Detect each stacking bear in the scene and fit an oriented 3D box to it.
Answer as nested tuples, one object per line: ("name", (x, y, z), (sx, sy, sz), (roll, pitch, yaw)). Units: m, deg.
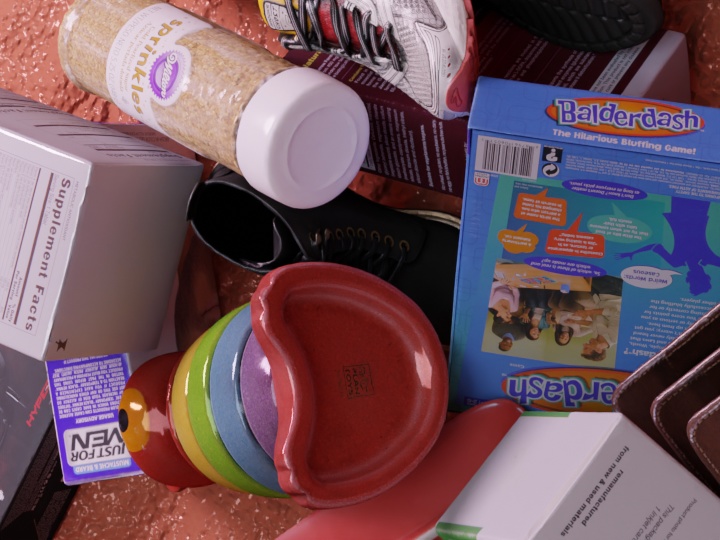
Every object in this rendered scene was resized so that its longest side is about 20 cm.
("stacking bear", (-0.056, 0.070, 1.383), (0.200, 0.113, 0.122), (-16, 82, 52))

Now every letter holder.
("letter holder", (0.229, 0.112, 1.286), (0.200, 0.101, 0.142), (43, 115, -15))

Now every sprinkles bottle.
("sprinkles bottle", (-0.080, -0.096, 1.385), (0.200, 0.068, 0.068), (29, 106, 45))

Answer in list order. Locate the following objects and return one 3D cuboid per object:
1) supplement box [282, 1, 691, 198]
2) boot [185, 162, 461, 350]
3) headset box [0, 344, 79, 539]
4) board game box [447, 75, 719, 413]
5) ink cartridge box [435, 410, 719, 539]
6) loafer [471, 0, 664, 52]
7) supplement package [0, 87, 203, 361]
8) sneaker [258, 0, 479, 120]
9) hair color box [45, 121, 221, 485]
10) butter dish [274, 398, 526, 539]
("supplement box", (0.064, -0.094, 1.405), (0.199, 0.109, 0.061), (17, 139, 27))
("boot", (0.000, 0.000, 1.407), (0.199, 0.138, 0.078), (21, 100, 4))
("headset box", (-0.254, 0.065, 1.604), (0.200, 0.075, 0.149), (36, 109, 22))
("board game box", (0.124, 0.000, 1.332), (0.152, 0.045, 0.200), (9, 133, 5))
("ink cartridge box", (0.152, 0.162, 1.292), (0.200, 0.147, 0.083), (41, 77, -11))
("loafer", (0.081, -0.176, 1.380), (0.200, 0.073, 0.071), (24, 69, 33))
("supplement package", (-0.205, -0.036, 1.431), (0.200, 0.109, 0.114), (22, 102, 27))
("sneaker", (-0.006, -0.130, 1.352), (0.200, 0.082, 0.078), (42, 145, 45))
("hair color box", (-0.134, 0.017, 1.519), (0.065, 0.109, 0.201), (-9, 89, 28))
("butter dish", (0.043, 0.194, 1.419), (0.199, 0.148, 0.200), (-33, 95, -6))
